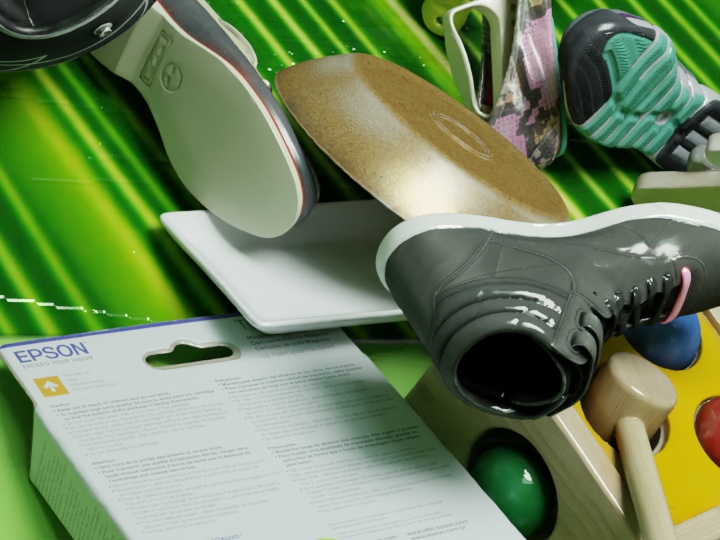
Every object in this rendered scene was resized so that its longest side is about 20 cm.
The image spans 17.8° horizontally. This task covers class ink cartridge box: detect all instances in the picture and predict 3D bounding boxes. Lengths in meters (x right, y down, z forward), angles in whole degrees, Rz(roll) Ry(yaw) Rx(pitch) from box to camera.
[{"bbox_3d":[-0.049,0.099,1.085,0.196,0.043,0.200,-6,39,-37],"label":"ink cartridge box"}]

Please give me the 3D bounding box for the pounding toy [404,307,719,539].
[{"bbox_3d":[0.133,0.093,1.150,0.199,0.142,0.184,-17,64,-41],"label":"pounding toy"}]

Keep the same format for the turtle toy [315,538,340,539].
[{"bbox_3d":[0.005,0.189,0.968,0.101,0.201,0.146,18,54,23],"label":"turtle toy"}]

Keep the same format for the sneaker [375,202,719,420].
[{"bbox_3d":[0.112,0.024,1.086,0.199,0.071,0.099,-1,43,-16],"label":"sneaker"}]

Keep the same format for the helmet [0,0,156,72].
[{"bbox_3d":[-0.184,-0.190,1.142,0.190,0.200,0.201,17,45,-41],"label":"helmet"}]

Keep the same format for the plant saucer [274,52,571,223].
[{"bbox_3d":[0.045,-0.060,1.235,0.200,0.036,0.200,34,15,-10],"label":"plant saucer"}]

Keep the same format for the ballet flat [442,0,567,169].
[{"bbox_3d":[0.083,-0.158,1.345,0.071,0.069,0.201,2,82,-17],"label":"ballet flat"}]

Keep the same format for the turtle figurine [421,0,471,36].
[{"bbox_3d":[0.058,-0.229,1.428,0.200,0.064,0.161,47,52,-13],"label":"turtle figurine"}]

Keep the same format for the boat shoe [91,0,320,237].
[{"bbox_3d":[-0.081,-0.098,1.221,0.062,0.071,0.200,-9,50,-52],"label":"boat shoe"}]

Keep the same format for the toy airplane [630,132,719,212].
[{"bbox_3d":[0.276,-0.039,1.316,0.200,0.199,0.141,35,53,-1],"label":"toy airplane"}]

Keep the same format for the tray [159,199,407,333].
[{"bbox_3d":[0.000,0.000,1.211,0.199,0.022,0.107,-5,34,-36],"label":"tray"}]

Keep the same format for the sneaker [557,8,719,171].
[{"bbox_3d":[0.147,-0.120,1.363,0.088,0.074,0.200,50,10,29],"label":"sneaker"}]
